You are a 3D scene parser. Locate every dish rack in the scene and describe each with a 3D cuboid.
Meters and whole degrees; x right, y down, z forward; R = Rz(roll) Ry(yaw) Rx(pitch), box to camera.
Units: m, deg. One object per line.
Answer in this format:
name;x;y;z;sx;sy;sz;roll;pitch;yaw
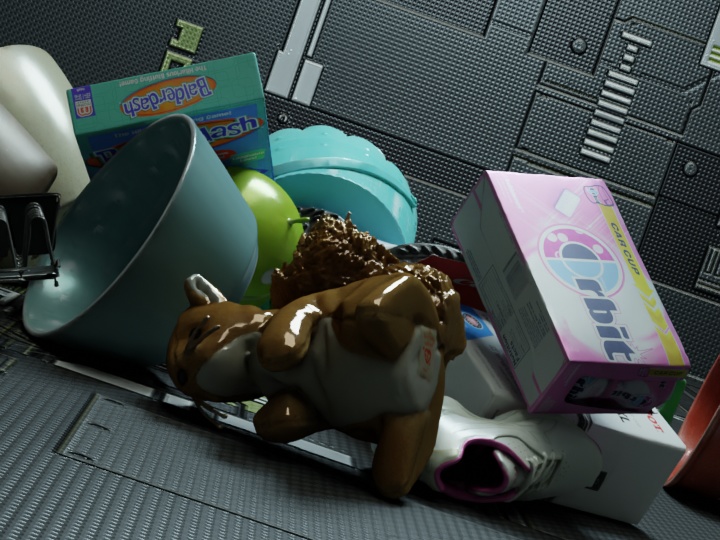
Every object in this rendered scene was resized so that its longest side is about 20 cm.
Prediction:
dish rack;-0.289;-0.018;1.519;0.153;0.055;0.200;-5;8;-9

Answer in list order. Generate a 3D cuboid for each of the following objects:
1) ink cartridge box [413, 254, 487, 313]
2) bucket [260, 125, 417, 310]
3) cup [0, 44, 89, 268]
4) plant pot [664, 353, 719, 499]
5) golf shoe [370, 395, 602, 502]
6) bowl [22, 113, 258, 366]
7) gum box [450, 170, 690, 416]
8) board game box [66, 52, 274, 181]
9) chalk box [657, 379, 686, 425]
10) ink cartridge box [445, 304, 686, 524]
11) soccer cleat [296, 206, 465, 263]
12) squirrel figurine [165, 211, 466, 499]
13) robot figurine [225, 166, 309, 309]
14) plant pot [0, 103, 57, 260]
ink cartridge box;0.082;0.043;1.727;0.161;0.050;0.200;12;-15;-23
bucket;-0.046;-0.023;1.913;0.207;0.207;0.135;19;15;-8
cup;-0.304;-0.076;1.842;0.143;0.200;0.200;46;13;20
plant pot;0.420;0.162;1.996;0.195;0.201;0.201;28;4;4
golf shoe;0.104;0.143;1.518;0.200;0.075;0.092;10;19;-33
bowl;-0.153;-0.007;1.578;0.105;0.201;0.201;39;-5;-24
gum box;0.159;0.021;1.593;0.113;0.066;0.200;3;49;-29
board game box;-0.150;-0.102;1.715;0.152;0.045;0.200;-12;-21;-3
chalk box;0.244;0.111;2.230;0.200;0.125;0.124;20;4;-13
ink cartridge box;0.137;0.111;1.666;0.200;0.084;0.146;17;24;-32
soccer cleat;0.000;0.000;1.820;0.200;0.068;0.073;14;-30;6
squirrel figurine;-0.033;0.049;1.464;0.186;0.142;0.200;1;28;24
robot figurine;-0.123;-0.012;1.735;0.175;0.116;0.200;16;-32;-26
plant pot;-0.346;-0.082;1.684;0.175;0.200;0.200;35;1;-11
